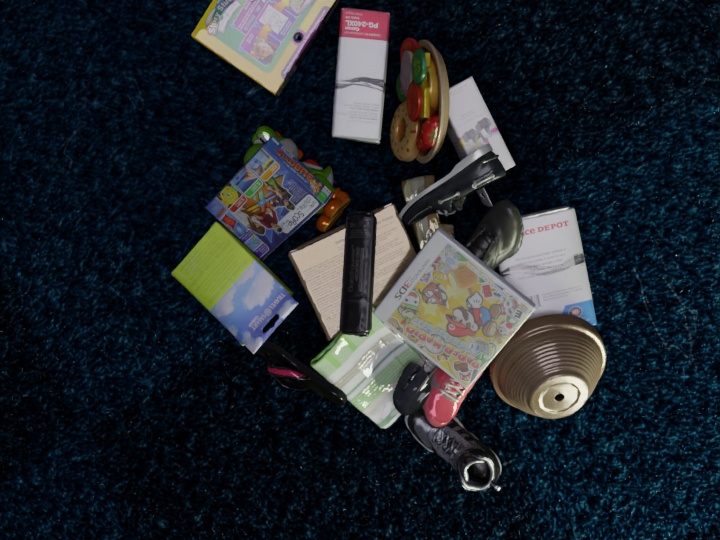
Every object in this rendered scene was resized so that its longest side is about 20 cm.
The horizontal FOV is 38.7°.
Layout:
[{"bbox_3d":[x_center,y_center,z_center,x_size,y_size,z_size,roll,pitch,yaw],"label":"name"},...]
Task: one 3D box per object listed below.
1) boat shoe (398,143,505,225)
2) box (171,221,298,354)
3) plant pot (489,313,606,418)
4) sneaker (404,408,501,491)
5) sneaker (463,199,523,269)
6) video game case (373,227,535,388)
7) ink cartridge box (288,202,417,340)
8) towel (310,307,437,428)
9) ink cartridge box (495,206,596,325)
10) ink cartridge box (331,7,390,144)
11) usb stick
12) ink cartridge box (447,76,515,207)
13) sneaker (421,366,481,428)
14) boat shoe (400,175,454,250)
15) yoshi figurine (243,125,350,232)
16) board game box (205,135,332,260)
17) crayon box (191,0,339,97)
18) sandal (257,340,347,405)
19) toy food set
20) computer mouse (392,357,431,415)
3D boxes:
[{"bbox_3d":[0.144,-0.121,1.633,0.199,0.075,0.061,-38,83,35],"label":"boat shoe"},{"bbox_3d":[-0.209,0.029,1.733,0.200,0.048,0.122,43,94,8],"label":"box"},{"bbox_3d":[0.319,0.178,1.697,0.197,0.093,0.203,-5,129,-6],"label":"plant pot"},{"bbox_3d":[0.163,0.303,1.743,0.199,0.114,0.076,37,94,-3],"label":"sneaker"},{"bbox_3d":[0.195,-0.024,1.654,0.076,0.090,0.202,41,124,26],"label":"sneaker"},{"bbox_3d":[0.148,0.062,1.639,0.199,0.023,0.183,38,112,0],"label":"video game case"},{"bbox_3d":[0.000,0.000,1.733,0.198,0.075,0.167,-24,95,3],"label":"ink cartridge box"},{"bbox_3d":[0.029,0.168,1.731,0.149,0.031,0.200,-45,121,3],"label":"towel"},{"bbox_3d":[0.304,0.003,1.728,0.142,0.084,0.203,-12,96,1],"label":"ink cartridge box"},{"bbox_3d":[0.000,-0.311,1.667,0.082,0.145,0.204,5,96,-2],"label":"ink cartridge box"},{"bbox_3d":[-0.003,0.006,1.664,0.055,0.033,0.204,2,85,19],"label":"usb stick"},{"bbox_3d":[0.194,-0.211,1.692,0.067,0.115,0.202,-27,96,2],"label":"ink cartridge box"},{"bbox_3d":[0.165,0.170,1.719,0.073,0.087,0.202,31,78,-13],"label":"sneaker"},{"bbox_3d":[0.126,-0.063,1.728,0.065,0.074,0.203,-18,95,7],"label":"boat shoe"},{"bbox_3d":[-0.119,-0.149,1.704,0.200,0.112,0.113,44,104,3],"label":"yoshi figurine"},{"bbox_3d":[-0.152,-0.114,1.674,0.135,0.035,0.199,43,135,-11],"label":"board game box"},{"bbox_3d":[-0.156,-0.422,1.700,0.171,0.058,0.201,34,94,-2],"label":"crayon box"},{"bbox_3d":[-0.113,0.177,1.726,0.198,0.075,0.045,32,73,19],"label":"sandal"},{"bbox_3d":[0.093,-0.273,1.648,0.048,0.200,0.201,-3,99,-14],"label":"toy food set"},{"bbox_3d":[0.102,0.153,1.701,0.058,0.034,0.202,34,110,38],"label":"computer mouse"}]
